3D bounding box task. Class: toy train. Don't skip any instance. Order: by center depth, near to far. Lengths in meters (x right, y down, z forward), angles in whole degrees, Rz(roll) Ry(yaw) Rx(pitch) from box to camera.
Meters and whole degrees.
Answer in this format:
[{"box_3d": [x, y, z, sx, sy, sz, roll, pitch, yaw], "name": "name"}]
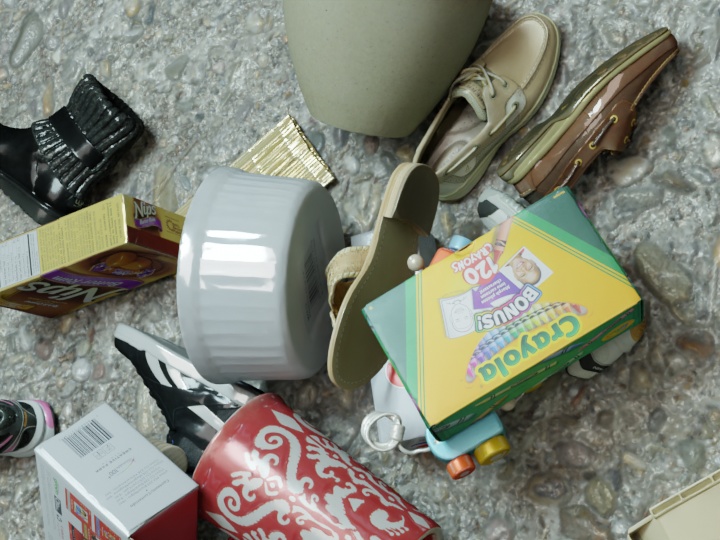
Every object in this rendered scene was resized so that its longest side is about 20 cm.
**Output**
[{"box_3d": [0.087, 0.080, 1.096, 0.149, 0.056, 0.201, 19, 76, 19], "name": "toy train"}]

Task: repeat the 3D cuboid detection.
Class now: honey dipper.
[{"box_3d": [-0.234, 0.172, 1.245, 0.199, 0.038, 0.038, 8, 79, 52], "name": "honey dipper"}]

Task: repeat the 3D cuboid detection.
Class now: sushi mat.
[{"box_3d": [-0.123, -0.065, 1.303, 0.200, 0.012, 0.096, -39, 66, 11], "name": "sushi mat"}]

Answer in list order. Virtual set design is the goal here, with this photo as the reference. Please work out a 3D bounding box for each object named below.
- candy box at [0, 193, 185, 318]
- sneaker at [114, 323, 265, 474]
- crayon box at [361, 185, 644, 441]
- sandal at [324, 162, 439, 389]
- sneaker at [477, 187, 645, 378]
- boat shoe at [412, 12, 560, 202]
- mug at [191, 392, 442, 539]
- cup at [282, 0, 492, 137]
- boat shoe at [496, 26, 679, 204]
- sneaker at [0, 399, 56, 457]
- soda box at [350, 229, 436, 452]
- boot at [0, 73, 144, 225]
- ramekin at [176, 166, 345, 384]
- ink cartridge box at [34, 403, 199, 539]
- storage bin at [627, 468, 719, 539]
[{"box_3d": [-0.281, -0.011, 1.295, 0.199, 0.116, 0.057, -18, 71, 25], "name": "candy box"}, {"box_3d": [-0.185, 0.136, 1.246, 0.199, 0.073, 0.113, 25, 89, 28], "name": "sneaker"}, {"box_3d": [0.117, 0.036, 1.042, 0.199, 0.058, 0.119, -31, 67, 1], "name": "crayon box"}, {"box_3d": [0.004, 0.002, 1.134, 0.069, 0.077, 0.213, 9, 73, 45], "name": "sandal"}, {"box_3d": [0.156, 0.011, 1.122, 0.088, 0.075, 0.200, -49, 58, 14], "name": "sneaker"}, {"box_3d": [0.116, -0.158, 1.188, 0.072, 0.065, 0.201, 37, 93, 27], "name": "boat shoe"}, {"box_3d": [-0.038, 0.233, 1.145, 0.199, 0.179, 0.133, 31, 47, 24], "name": "mug"}, {"box_3d": [0.014, -0.208, 1.197, 0.199, 0.200, 0.145, 21, 111, 27], "name": "cup"}, {"box_3d": [0.214, -0.134, 1.144, 0.200, 0.072, 0.068, -44, 97, 0], "name": "boat shoe"}, {"box_3d": [-0.424, 0.167, 1.341, 0.198, 0.086, 0.081, -19, 68, 20], "name": "sneaker"}, {"box_3d": [0.044, 0.061, 1.166, 0.068, 0.063, 0.202, -15, 71, 19], "name": "soda box"}, {"box_3d": [-0.343, -0.156, 1.389, 0.211, 0.079, 0.158, 37, 100, 17], "name": "boot"}, {"box_3d": [-0.083, 0.007, 1.169, 0.097, 0.200, 0.203, 3, 78, 17], "name": "ramekin"}, {"box_3d": [-0.205, 0.255, 1.156, 0.175, 0.201, 0.084, 35, 48, 27], "name": "ink cartridge box"}, {"box_3d": [0.339, 0.238, 0.969, 0.198, 0.094, 0.201, -33, 66, 14], "name": "storage bin"}]
